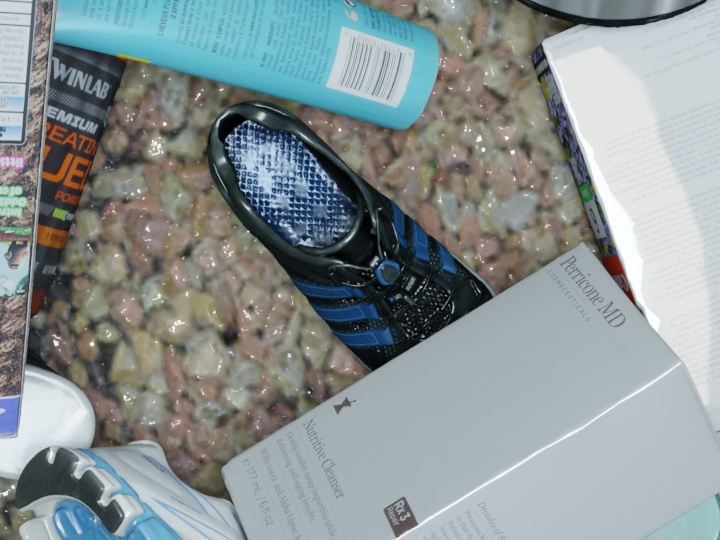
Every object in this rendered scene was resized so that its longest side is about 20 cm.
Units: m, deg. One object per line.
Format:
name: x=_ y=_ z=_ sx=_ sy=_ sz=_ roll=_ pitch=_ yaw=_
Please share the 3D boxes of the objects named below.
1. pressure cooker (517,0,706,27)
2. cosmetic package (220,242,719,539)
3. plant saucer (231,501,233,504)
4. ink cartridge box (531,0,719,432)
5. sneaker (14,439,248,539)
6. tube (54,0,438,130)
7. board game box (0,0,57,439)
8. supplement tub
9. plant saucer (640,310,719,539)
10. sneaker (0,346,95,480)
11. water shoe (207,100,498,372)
pressure cooker: x=0.114 y=-0.224 z=0.684 sx=0.174 sy=0.200 sz=0.180 roll=19 pitch=71 yaw=8
cosmetic package: x=0.050 y=0.089 z=0.712 sx=0.199 sy=0.113 sz=0.081 roll=-34 pitch=123 yaw=0
plant saucer: x=-0.026 y=0.207 z=0.793 sx=0.197 sy=0.032 sz=0.203 roll=0 pitch=91 yaw=1
ink cartridge box: x=0.166 y=-0.032 z=0.772 sx=0.108 sy=0.050 sz=0.202 roll=-20 pitch=89 yaw=-2
sneaker: x=-0.060 y=0.147 z=0.703 sx=0.200 sy=0.086 sz=0.075 roll=50 pitch=121 yaw=16
tube: x=-0.059 y=-0.116 z=0.739 sx=0.198 sy=0.050 sz=0.078 roll=16 pitch=67 yaw=-26
board game box: x=-0.209 y=-0.043 z=0.614 sx=0.158 sy=0.097 sz=0.202 roll=0 pitch=114 yaw=-24
supplement tub: x=-0.170 y=-0.085 z=0.757 sx=0.106 sy=0.107 sz=0.202 roll=19 pitch=91 yaw=1
plant saucer: x=0.148 y=0.121 z=0.790 sx=0.197 sy=0.027 sz=0.203 roll=0 pitch=90 yaw=2
sneaker: x=-0.225 y=0.046 z=0.755 sx=0.198 sy=0.099 sz=0.071 roll=22 pitch=83 yaw=-15
water shoe: x=0.000 y=0.000 z=0.766 sx=0.200 sy=0.079 sz=0.072 roll=41 pitch=92 yaw=1
